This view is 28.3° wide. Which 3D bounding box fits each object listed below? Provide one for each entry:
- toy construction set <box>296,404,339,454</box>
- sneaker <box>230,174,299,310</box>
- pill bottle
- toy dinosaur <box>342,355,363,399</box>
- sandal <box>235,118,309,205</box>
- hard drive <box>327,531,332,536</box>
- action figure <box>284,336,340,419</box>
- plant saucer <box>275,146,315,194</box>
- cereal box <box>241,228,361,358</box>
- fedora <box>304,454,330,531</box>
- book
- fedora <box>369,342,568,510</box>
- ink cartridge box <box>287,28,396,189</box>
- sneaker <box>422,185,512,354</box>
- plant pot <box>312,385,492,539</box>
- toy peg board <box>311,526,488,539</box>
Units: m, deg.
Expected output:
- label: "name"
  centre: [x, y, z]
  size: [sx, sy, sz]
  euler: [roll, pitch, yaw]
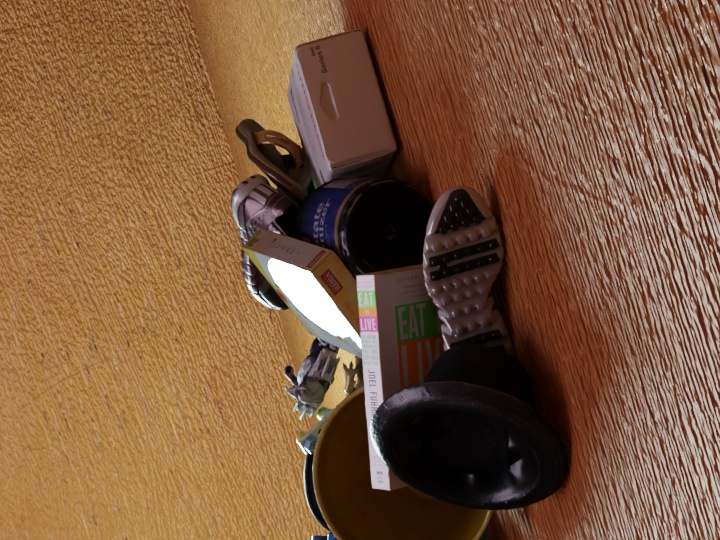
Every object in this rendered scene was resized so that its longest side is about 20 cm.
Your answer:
- label: "toy construction set"
  centre: [0.021, 0.159, 1.744]
  size: [0.131, 0.201, 0.092]
  euler: [30, -169, -38]
- label: "sneaker"
  centre: [-0.087, -0.013, 1.706]
  size: [0.115, 0.076, 0.201]
  euler: [28, 148, 39]
- label: "pill bottle"
  centre: [-0.003, -0.045, 1.560]
  size: [0.200, 0.111, 0.113]
  euler: [8, 115, 69]
- label: "toy dinosaur"
  centre: [0.003, 0.146, 1.602]
  size: [0.201, 0.057, 0.102]
  euler: [-71, -8, -51]
- label: "sandal"
  centre: [-0.099, -0.142, 1.740]
  size: [0.080, 0.054, 0.200]
  euler: [41, -170, -35]
- label: "hard drive"
  centre: [0.048, 0.352, 1.813]
  size: [0.038, 0.199, 0.141]
  euler: [2, 112, 45]
- label: "action figure"
  centre: [-0.049, 0.099, 1.768]
  size: [0.130, 0.069, 0.201]
  euler: [-50, 11, 39]
- label: "plant saucer"
  centre: [-0.054, -0.070, 1.855]
  size: [0.032, 0.200, 0.202]
  euler: [14, 133, 28]
- label: "cereal box"
  centre: [-0.043, 0.028, 1.565]
  size: [0.144, 0.039, 0.200]
  euler: [53, 166, -22]
- label: "fedora"
  centre: [0.024, 0.265, 1.889]
  size: [0.091, 0.199, 0.203]
  euler: [4, 113, 49]
- label: "book"
  centre: [0.053, 0.098, 1.381]
  size: [0.048, 0.133, 0.203]
  euler: [-2, 95, 41]
- label: "fedora"
  centre: [0.103, 0.132, 1.281]
  size: [0.202, 0.198, 0.092]
  euler: [86, -161, -54]
- label: "ink cartridge box"
  centre: [-0.025, -0.175, 1.656]
  size: [0.200, 0.083, 0.147]
  euler: [126, 127, -81]
- label: "sneaker"
  centre: [0.091, 0.002, 1.298]
  size: [0.081, 0.074, 0.202]
  euler: [-103, 3, -52]
- label: "plant pot"
  centre: [0.064, 0.207, 1.530]
  size: [0.142, 0.198, 0.202]
  euler: [-10, -97, -72]
- label: "toy peg board"
  centre: [0.040, 0.325, 1.654]
  size: [0.199, 0.197, 0.099]
  euler: [-20, 62, 51]
